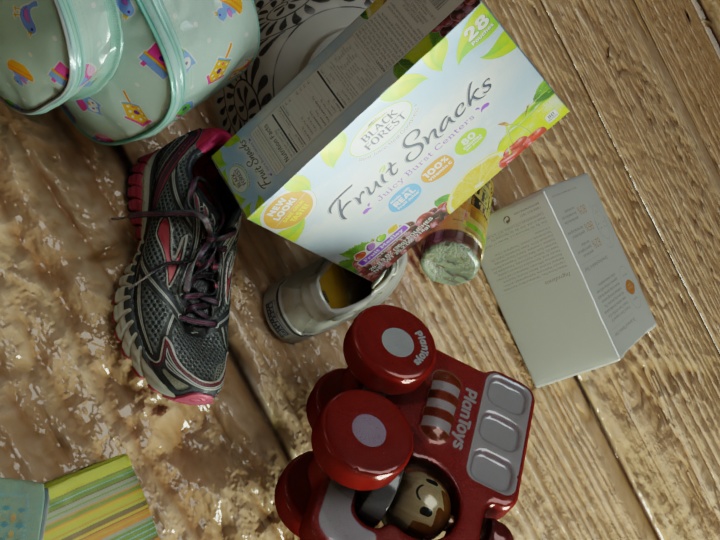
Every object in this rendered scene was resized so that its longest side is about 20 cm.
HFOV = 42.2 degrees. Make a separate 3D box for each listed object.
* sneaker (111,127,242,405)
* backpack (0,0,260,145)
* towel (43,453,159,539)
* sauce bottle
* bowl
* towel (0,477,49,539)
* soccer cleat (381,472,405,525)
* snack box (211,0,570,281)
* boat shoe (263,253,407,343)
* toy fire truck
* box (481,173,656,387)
[{"bbox_3d":[-0.117,-0.007,0.634,0.081,0.075,0.200,18,56,-47],"label":"sneaker"},{"bbox_3d":[-0.169,-0.177,0.585,0.200,0.176,0.153,53,53,-20],"label":"backpack"},{"bbox_3d":[-0.136,0.211,0.529,0.086,0.018,0.200,-16,84,-50],"label":"towel"},{"bbox_3d":[0.106,-0.074,0.983,0.065,0.065,0.200,44,40,-29],"label":"sauce bottle"},{"bbox_3d":[-0.011,-0.140,0.741,0.201,0.094,0.201,-2,96,-15],"label":"bowl"},{"bbox_3d":[-0.223,0.184,0.415,0.147,0.022,0.200,23,54,-37],"label":"towel"},{"bbox_3d":[0.079,0.150,0.792,0.065,0.084,0.200,58,35,-11],"label":"soccer cleat"},{"bbox_3d":[0.026,-0.096,0.651,0.169,0.200,0.068,28,24,-56],"label":"snack box"},{"bbox_3d":[0.000,0.000,0.790,0.200,0.070,0.071,-28,92,-55],"label":"boat shoe"},{"bbox_3d":[0.042,0.133,0.673,0.168,0.112,0.200,25,45,-5],"label":"toy fire truck"},{"bbox_3d":[0.230,0.007,1.061,0.152,0.106,0.200,-20,86,-56],"label":"box"}]
